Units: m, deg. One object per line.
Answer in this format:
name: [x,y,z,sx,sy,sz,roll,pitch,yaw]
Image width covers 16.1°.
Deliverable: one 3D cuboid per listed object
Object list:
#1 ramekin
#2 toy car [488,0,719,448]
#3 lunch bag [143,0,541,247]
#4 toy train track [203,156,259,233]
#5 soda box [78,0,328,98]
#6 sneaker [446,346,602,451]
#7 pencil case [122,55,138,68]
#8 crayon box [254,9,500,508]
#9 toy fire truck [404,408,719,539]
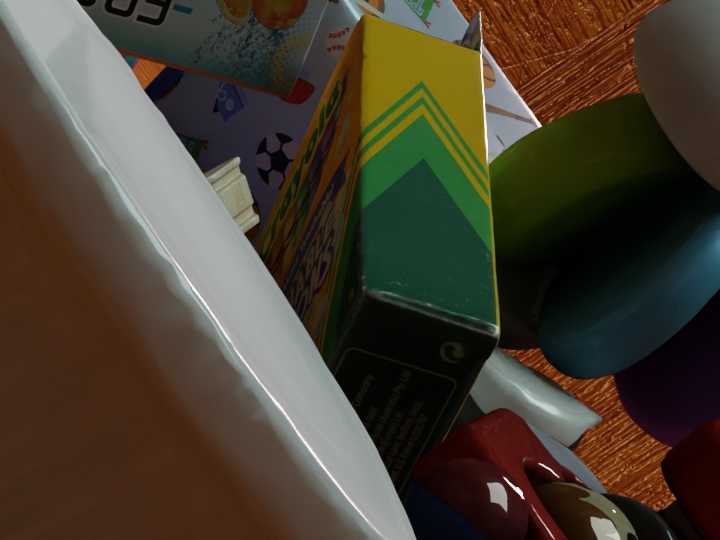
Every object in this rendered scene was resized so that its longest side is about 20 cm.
ramekin: [-0.079,0.010,0.585,0.203,0.094,0.202,57,3,-4]
toy car: [0.131,-0.001,0.961,0.200,0.175,0.150,9,56,-46]
lunch bag: [-0.026,-0.024,1.131,0.124,0.200,0.170,-15,69,-55]
toy train track: [-0.054,0.036,0.786,0.033,0.115,0.200,3,-63,48]
soda box: [-0.109,-0.122,0.898,0.200,0.064,0.068,14,19,-30]
sneaker: [0.028,0.066,0.964,0.077,0.082,0.200,32,-8,-11]
pencil case: [-0.172,-0.155,1.073,0.200,0.085,0.093,55,31,-37]
crayon box: [0.000,0.000,0.903,0.052,0.126,0.200,18,35,-12]
toy fire truck: [0.082,0.114,0.720,0.200,0.112,0.168,57,11,33]
